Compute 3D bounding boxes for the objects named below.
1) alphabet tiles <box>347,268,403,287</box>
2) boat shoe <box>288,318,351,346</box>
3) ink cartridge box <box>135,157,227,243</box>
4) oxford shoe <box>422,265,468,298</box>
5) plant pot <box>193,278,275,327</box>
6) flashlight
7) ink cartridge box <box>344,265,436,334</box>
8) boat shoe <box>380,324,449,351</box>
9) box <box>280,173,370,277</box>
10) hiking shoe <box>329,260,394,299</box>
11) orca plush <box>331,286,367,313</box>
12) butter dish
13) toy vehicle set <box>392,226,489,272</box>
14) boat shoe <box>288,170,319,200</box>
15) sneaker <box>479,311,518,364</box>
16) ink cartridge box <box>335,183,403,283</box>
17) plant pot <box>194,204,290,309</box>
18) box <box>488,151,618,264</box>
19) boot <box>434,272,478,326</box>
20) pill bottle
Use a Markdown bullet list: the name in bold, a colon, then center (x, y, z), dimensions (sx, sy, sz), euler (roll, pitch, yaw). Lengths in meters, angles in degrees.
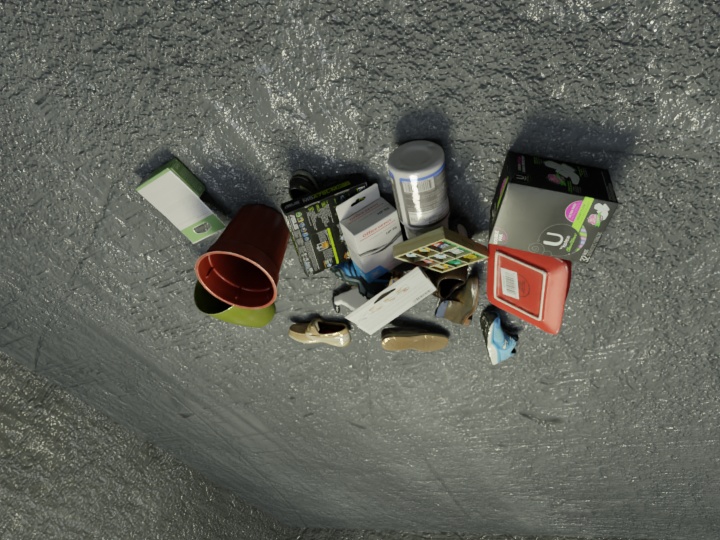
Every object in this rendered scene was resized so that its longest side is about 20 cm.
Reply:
- **alphabet tiles**: center (0.035, 0.023, 1.349), dimensions (0.166, 0.006, 0.201), euler (22, 142, 21)
- **boat shoe**: center (-0.125, 0.177, 1.570), dimensions (0.199, 0.074, 0.070), euler (4, 126, 12)
- **ink cartridge box**: center (-0.439, -0.169, 1.296), dimensions (0.145, 0.048, 0.200), euler (-18, 129, 34)
- **oxford shoe**: center (0.182, 0.034, 1.287), dimensions (0.072, 0.085, 0.200), euler (24, 144, -28)
- **plant pot**: center (-0.329, 0.078, 1.459), dimensions (0.186, 0.188, 0.200), euler (-6, 150, 24)
- **flashlight**: center (0.170, -0.053, 1.214), dimensions (0.068, 0.068, 0.200), euler (0, 158, -41)
- **ink cartridge box**: center (0.065, 0.060, 1.192), dimensions (0.200, 0.044, 0.174), euler (-35, 151, 7)
- **boat shoe**: center (0.154, 0.189, 1.488), dimensions (0.199, 0.065, 0.072), euler (-1, 131, -9)
- **box**: center (-0.064, -0.098, 1.180), dimensions (0.192, 0.048, 0.201), euler (-25, 136, -10)
- **hiking shoe**: center (0.000, 0.000, 1.298), dimensions (0.200, 0.087, 0.074), euler (35, -169, 30)
- **orca plush**: center (-0.001, 0.089, 1.393), dimensions (0.071, 0.106, 0.200), euler (18, 153, -31)
- **butter dish**: center (0.393, 0.004, 1.148), dimensions (0.199, 0.147, 0.201), euler (30, 139, 43)
- **toy vehicle set**: center (0.177, -0.040, 1.119), dimensions (0.124, 0.027, 0.199), euler (-21, 158, 35)
- **boat shoe**: center (-0.101, -0.138, 1.209), dimensions (0.071, 0.061, 0.201), euler (-15, 130, 31)
- **sneaker**: center (0.380, 0.173, 1.406), dimensions (0.089, 0.079, 0.200), euler (-17, 136, 8)
- **ink cartridge box**: center (0.028, -0.080, 1.163), dimensions (0.116, 0.068, 0.201), euler (-33, 138, -13)
- **plant pot**: center (-0.269, -0.045, 1.265), dimensions (0.199, 0.196, 0.201), euler (9, 139, 8)
- **box**: center (0.365, -0.123, 1.012), dimensions (0.199, 0.125, 0.149), euler (13, 131, 6)
- **boot**: center (0.245, 0.074, 1.321), dimensions (0.096, 0.075, 0.201), euler (7, 140, 6)
- **pill bottle**: center (0.127, -0.155, 1.075), dimensions (0.113, 0.114, 0.201), euler (1, 137, 17)
